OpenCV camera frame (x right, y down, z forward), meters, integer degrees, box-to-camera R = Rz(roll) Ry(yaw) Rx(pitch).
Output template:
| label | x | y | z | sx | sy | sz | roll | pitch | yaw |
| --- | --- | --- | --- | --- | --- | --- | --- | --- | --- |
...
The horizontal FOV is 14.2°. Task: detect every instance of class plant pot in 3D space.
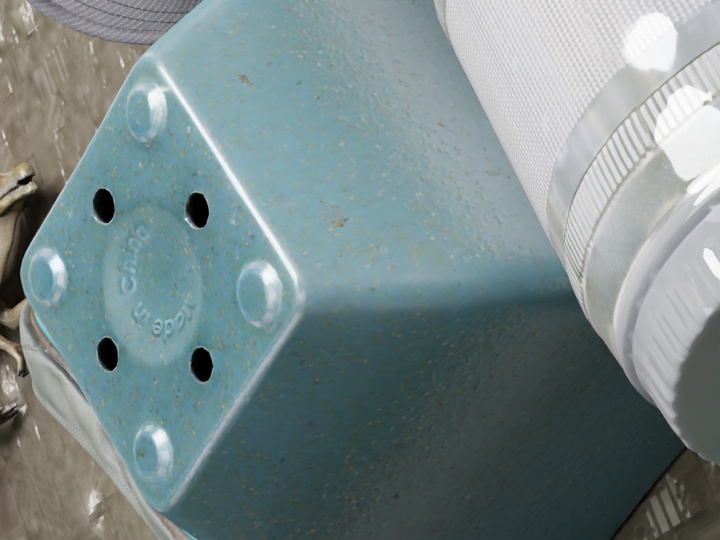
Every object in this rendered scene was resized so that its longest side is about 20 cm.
| label | x | y | z | sx | sy | sz | roll | pitch | yaw |
| --- | --- | --- | --- | --- | --- | --- | --- | --- | --- |
| plant pot | 0.000 | 0.000 | 1.030 | 0.196 | 0.199 | 0.197 | 56 | 130 | 27 |

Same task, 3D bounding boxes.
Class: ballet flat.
| label | x | y | z | sx | sy | sz | roll | pitch | yaw |
| --- | --- | --- | --- | --- | --- | --- | --- | --- | --- |
| ballet flat | -0.079 | 0.078 | 1.237 | 0.200 | 0.067 | 0.064 | 47 | 153 | 35 |

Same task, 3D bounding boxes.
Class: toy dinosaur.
| label | x | y | z | sx | sy | sz | roll | pitch | yaw |
| --- | --- | --- | --- | --- | --- | --- | --- | --- | --- |
| toy dinosaur | -0.206 | 0.032 | 1.346 | 0.200 | 0.058 | 0.101 | -36 | 75 | 14 |

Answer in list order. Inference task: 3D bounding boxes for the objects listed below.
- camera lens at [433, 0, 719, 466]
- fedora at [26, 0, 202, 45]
| label | x | y | z | sx | sy | sz | roll | pitch | yaw |
| --- | --- | --- | --- | --- | --- | --- | --- | --- | --- |
| camera lens | 0.122 | -0.060 | 0.900 | 0.160 | 0.159 | 0.201 | -54 | 45 | 35 |
| fedora | -0.067 | -0.185 | 1.093 | 0.090 | 0.176 | 0.201 | -159 | 70 | -75 |
